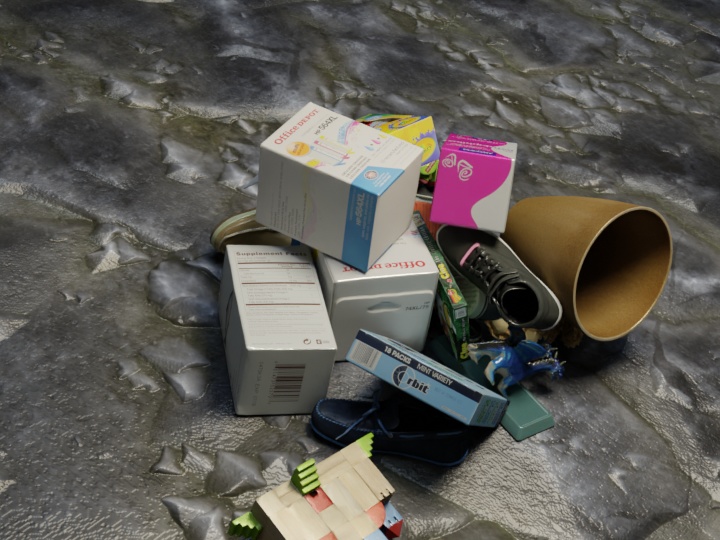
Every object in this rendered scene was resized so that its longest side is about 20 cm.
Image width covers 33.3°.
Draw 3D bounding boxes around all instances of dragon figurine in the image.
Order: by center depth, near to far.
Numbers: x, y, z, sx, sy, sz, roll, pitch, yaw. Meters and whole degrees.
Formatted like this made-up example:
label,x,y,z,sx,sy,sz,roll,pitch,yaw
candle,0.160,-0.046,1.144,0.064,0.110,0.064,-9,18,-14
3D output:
label,x,y,z,sx,sy,sz,roll,pitch,yaw
dragon figurine,0.197,0.102,1.550,0.099,0.200,0.059,-42,49,2

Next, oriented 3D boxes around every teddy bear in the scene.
label,x,y,z,sx,sy,sz,roll,pitch,yaw
teddy bear,0.262,0.057,1.723,0.144,0.067,0.200,18,45,15

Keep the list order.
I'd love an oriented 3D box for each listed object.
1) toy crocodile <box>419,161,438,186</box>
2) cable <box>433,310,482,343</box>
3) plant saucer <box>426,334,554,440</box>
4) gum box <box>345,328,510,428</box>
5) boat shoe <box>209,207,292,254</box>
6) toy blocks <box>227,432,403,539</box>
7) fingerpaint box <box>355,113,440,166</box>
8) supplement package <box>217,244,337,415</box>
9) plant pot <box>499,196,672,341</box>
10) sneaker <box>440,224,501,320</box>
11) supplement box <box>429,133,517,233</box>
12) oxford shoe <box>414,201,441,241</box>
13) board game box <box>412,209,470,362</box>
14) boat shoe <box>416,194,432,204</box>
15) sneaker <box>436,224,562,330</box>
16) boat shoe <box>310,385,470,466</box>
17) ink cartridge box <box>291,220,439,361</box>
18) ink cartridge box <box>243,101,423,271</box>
label,x,y,z,sx,sy,sz,roll,pitch,yaw
toy crocodile,0.133,-0.158,1.950,0.199,0.062,0.067,5,3,-17
cable,0.114,0.036,1.694,0.096,0.051,0.200,4,29,-12
plant saucer,0.175,0.146,1.614,0.070,0.019,0.200,-17,48,-32
gum box,0.088,0.137,1.488,0.169,0.045,0.200,27,1,18
boat shoe,-0.117,-0.048,1.739,0.199,0.072,0.076,-14,56,-30
toy blocks,-0.025,0.286,1.339,0.199,0.100,0.137,-25,63,-37
fingerpaint box,-0.007,-0.176,1.843,0.199,0.074,0.167,-25,21,-27
supplement package,-0.111,0.073,1.545,0.117,0.117,0.201,0,39,-15
plant pot,0.291,-0.029,1.653,0.186,0.187,0.200,-16,30,-32
sneaker,0.166,-0.005,1.689,0.079,0.079,0.201,12,43,-23
supplement box,0.156,-0.122,1.635,0.101,0.104,0.200,10,14,5
oxford shoe,0.066,-0.058,1.791,0.199,0.073,0.072,13,42,0
board game box,0.105,0.019,1.623,0.023,0.105,0.200,-14,43,-9
boat shoe,0.085,-0.082,1.843,0.199,0.071,0.064,9,5,9
sneaker,0.172,0.003,1.548,0.200,0.071,0.099,41,11,13
boat shoe,0.040,0.181,1.490,0.199,0.069,0.084,8,38,-6
ink cartridge box,0.000,0.000,1.640,0.146,0.147,0.200,-5,41,-17
ink cartridge box,-0.040,-0.115,1.555,0.199,0.126,0.129,24,43,18
